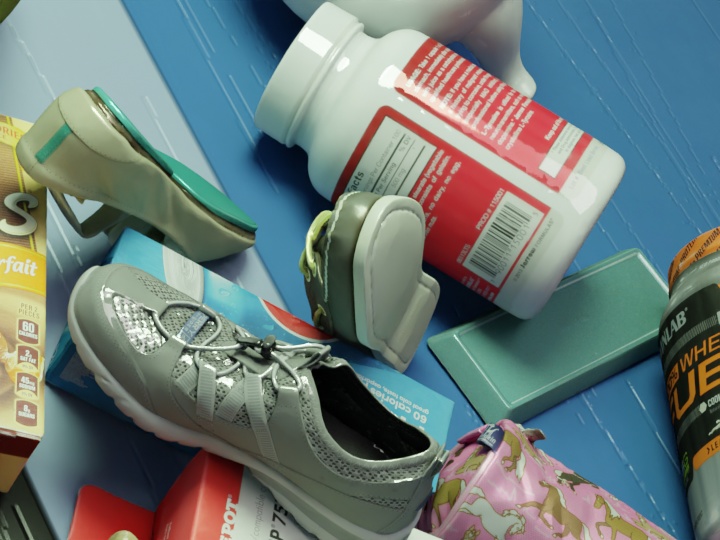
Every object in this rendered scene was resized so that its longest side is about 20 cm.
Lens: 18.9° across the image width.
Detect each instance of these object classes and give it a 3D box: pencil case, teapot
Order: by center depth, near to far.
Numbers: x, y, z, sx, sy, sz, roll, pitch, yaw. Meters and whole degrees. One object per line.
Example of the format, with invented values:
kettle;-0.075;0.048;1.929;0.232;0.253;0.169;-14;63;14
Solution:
pencil case;0.128;0.159;1.152;0.200;0.087;0.083;34;12;-6
teapot;0.016;-0.216;1.355;0.197;0.146;0.201;1;72;-3

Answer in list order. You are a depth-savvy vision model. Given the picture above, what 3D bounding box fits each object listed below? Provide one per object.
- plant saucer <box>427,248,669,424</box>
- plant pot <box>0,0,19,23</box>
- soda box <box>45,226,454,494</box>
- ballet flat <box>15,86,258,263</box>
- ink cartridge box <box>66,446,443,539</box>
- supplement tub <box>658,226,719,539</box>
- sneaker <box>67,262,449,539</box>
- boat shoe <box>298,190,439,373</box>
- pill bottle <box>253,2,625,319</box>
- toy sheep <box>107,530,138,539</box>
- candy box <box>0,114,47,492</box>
plant saucer;0.127;0.036;1.303;0.200;0.019;0.070;-22;69;-45
plant pot;-0.235;-0.182;1.110;0.187;0.187;0.200;41;6;3
soda box;-0.055;0.062;1.120;0.200;0.064;0.068;29;43;-12
ballet flat;-0.119;-0.038;1.137;0.070;0.069;0.200;65;10;26
ink cartridge box;-0.042;0.164;1.038;0.200;0.067;0.116;23;44;-16
supplement tub;0.242;0.077;1.267;0.122;0.123;0.200;15;48;-24
sneaker;-0.044;0.050;1.026;0.200;0.082;0.075;33;40;-5
boat shoe;-0.001;0.003;1.132;0.060;0.202;0.072;24;78;13
pill bottle;0.043;-0.068;1.256;0.200;0.112;0.112;32;42;3
toy sheep;-0.090;0.190;0.907;0.138;0.200;0.138;51;7;-8
candy box;-0.216;0.003;1.063;0.115;0.055;0.200;15;47;-24
